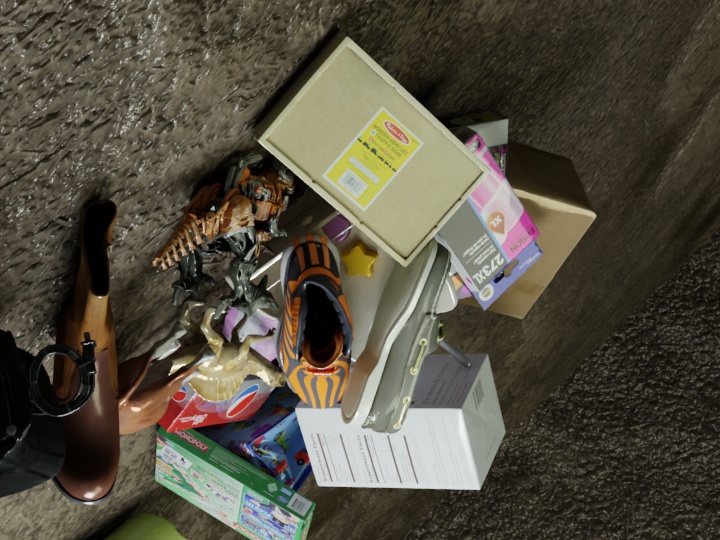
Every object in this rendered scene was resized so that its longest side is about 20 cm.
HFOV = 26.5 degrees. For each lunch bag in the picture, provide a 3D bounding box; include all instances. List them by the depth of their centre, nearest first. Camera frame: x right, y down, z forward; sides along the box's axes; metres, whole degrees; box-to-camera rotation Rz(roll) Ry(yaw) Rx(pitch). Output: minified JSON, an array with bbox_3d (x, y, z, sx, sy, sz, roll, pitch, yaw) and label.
[{"bbox_3d":[-0.091,0.177,1.853,0.150,0.094,0.200,-7,-147,52],"label":"lunch bag"}]

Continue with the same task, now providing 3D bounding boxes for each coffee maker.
[{"bbox_3d":[-0.285,0.114,1.168,0.200,0.191,0.136,91,6,-80],"label":"coffee maker"}]

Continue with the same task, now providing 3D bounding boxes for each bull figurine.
[{"bbox_3d":[-0.208,0.112,1.458,0.121,0.065,0.200,-41,-175,-18],"label":"bull figurine"}]

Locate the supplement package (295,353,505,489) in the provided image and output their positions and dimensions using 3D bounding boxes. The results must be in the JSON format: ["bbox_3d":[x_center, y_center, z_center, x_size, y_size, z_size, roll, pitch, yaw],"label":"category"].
[{"bbox_3d":[0.046,0.169,1.714,0.114,0.199,0.110,-56,138,-54],"label":"supplement package"}]

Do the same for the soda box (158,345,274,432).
[{"bbox_3d":[-0.166,0.125,1.680,0.070,0.063,0.200,-51,162,13],"label":"soda box"}]

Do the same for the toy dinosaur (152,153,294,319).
[{"bbox_3d":[-0.129,-0.037,1.402,0.199,0.102,0.137,-12,120,-40],"label":"toy dinosaur"}]

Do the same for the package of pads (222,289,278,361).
[{"bbox_3d":[-0.056,0.011,1.665,0.200,0.076,0.121,-35,163,-32],"label":"package of pads"}]

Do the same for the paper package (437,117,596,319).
[{"bbox_3d":[0.140,-0.057,1.780,0.199,0.104,0.191,13,128,-26],"label":"paper package"}]

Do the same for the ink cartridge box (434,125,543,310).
[{"bbox_3d":[0.127,-0.050,1.622,0.095,0.037,0.200,-43,126,-9],"label":"ink cartridge box"}]

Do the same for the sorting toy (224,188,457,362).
[{"bbox_3d":[0.000,0.000,1.535,0.200,0.180,0.107,-36,-167,16],"label":"sorting toy"}]

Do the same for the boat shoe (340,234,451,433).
[{"bbox_3d":[0.045,0.064,1.484,0.203,0.060,0.072,-67,-160,11],"label":"boat shoe"}]

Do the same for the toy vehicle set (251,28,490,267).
[{"bbox_3d":[0.012,-0.109,1.412,0.124,0.200,0.027,-47,-154,5],"label":"toy vehicle set"}]

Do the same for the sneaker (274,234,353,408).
[{"bbox_3d":[-0.044,0.075,1.468,0.077,0.112,0.201,-8,126,-2],"label":"sneaker"}]

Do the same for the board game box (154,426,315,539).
[{"bbox_3d":[-0.150,0.257,1.781,0.029,0.199,0.135,-55,169,-30],"label":"board game box"}]

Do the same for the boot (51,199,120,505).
[{"bbox_3d":[-0.218,0.072,1.273,0.068,0.189,0.200,9,142,-12],"label":"boot"}]

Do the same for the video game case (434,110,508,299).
[{"bbox_3d":[0.073,-0.059,1.629,0.180,0.036,0.201,-11,114,-26],"label":"video game case"}]

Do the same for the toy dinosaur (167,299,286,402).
[{"bbox_3d":[-0.156,0.083,1.544,0.198,0.058,0.102,1,97,-18],"label":"toy dinosaur"}]

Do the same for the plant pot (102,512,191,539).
[{"bbox_3d":[-0.284,0.400,1.843,0.184,0.200,0.201,-47,168,-41],"label":"plant pot"}]

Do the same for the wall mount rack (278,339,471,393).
[{"bbox_3d":[0.013,0.092,1.680,0.200,0.173,0.075,-36,119,-38],"label":"wall mount rack"}]
